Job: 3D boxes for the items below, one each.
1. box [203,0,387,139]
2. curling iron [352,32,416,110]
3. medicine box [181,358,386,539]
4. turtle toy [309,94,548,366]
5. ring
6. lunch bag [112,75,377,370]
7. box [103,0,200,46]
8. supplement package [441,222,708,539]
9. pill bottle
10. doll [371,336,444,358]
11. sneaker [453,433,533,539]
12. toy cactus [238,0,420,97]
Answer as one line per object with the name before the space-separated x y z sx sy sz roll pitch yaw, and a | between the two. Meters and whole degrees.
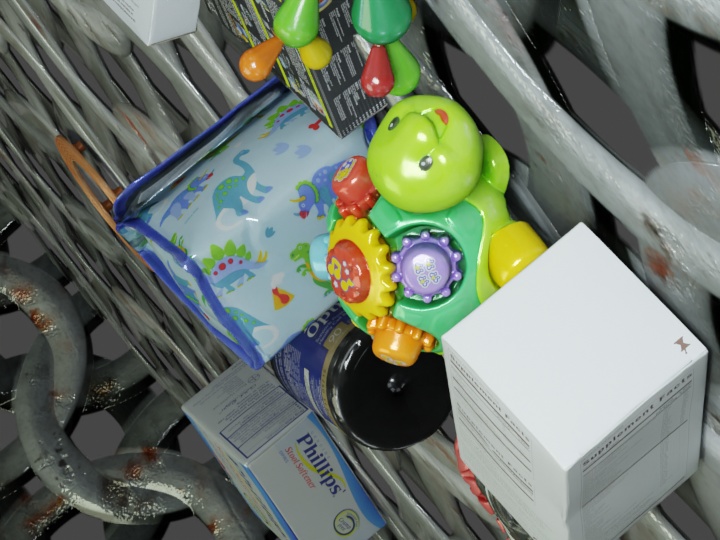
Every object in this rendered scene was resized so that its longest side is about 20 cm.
box | -0.064 -0.195 1.639 0.160 0.044 0.200 44 167 34
curling iron | 0.048 -0.066 1.635 0.200 0.026 0.050 56 166 -20
medicine box | -0.088 0.220 2.961 0.182 0.103 0.200 58 169 -28
turtle toy | 0.034 -0.026 1.548 0.146 0.101 0.200 51 142 29
ring | -0.295 -0.082 3.075 0.201 0.019 0.200 51 170 12
lunch bag | -0.072 -0.050 1.807 0.128 0.170 0.200 57 170 -28
box | -0.144 -0.259 1.560 0.156 0.041 0.201 46 141 31
supplement package | 0.128 0.080 1.538 0.110 0.114 0.200 47 167 21
pill bottle | -0.008 0.066 2.080 0.112 0.112 0.200 57 168 -24
doll | 0.021 -0.001 1.896 0.200 0.048 0.137 46 147 23
sneaker | 0.146 0.195 1.955 0.201 0.071 0.098 56 171 -14
toy cactus | -0.022 -0.177 1.432 0.165 0.102 0.201 2 121 64
